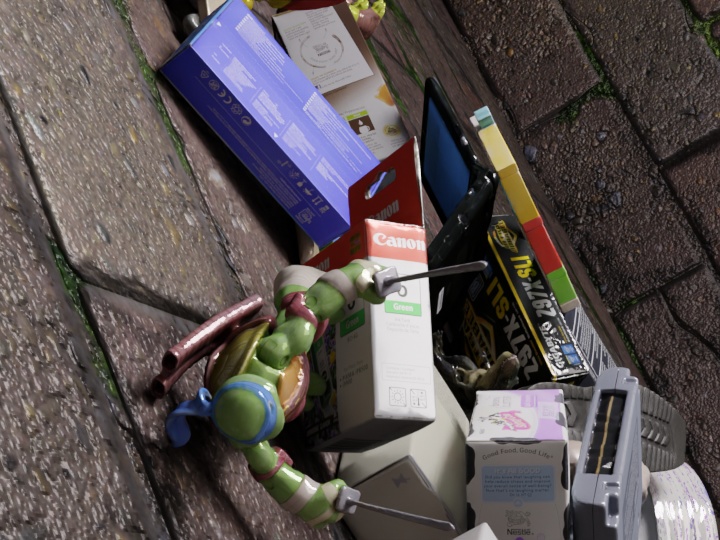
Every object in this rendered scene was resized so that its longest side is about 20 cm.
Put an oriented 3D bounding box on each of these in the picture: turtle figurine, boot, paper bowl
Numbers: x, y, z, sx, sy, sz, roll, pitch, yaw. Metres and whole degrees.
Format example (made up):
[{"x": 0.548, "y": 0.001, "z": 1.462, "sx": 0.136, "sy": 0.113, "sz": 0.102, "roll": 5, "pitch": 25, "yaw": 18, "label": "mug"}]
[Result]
[{"x": -0.057, "y": -0.289, "z": 1.442, "sx": 0.161, "sy": 0.065, "sz": 0.200, "roll": 22, "pitch": -10, "yaw": -24, "label": "turtle figurine"}, {"x": 0.183, "y": 0.145, "z": 1.279, "sx": 0.199, "sy": 0.138, "sz": 0.078, "roll": 17, "pitch": 68, "yaw": -28, "label": "boot"}, {"x": 0.253, "y": 0.277, "z": 1.349, "sx": 0.201, "sy": 0.104, "sz": 0.202, "roll": -175, "pitch": -90, "yaw": -76, "label": "paper bowl"}, {"x": -0.012, "y": 0.069, "z": 0.833, "sx": 0.194, "sy": 0.199, "sz": 0.145, "roll": -98, "pitch": 171, "yaw": -78, "label": "turtle figurine"}]

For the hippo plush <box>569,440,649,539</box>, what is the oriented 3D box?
[{"x": 0.158, "y": 0.250, "z": 1.194, "sx": 0.200, "sy": 0.159, "sz": 0.161, "roll": 119, "pitch": -26, "yaw": -57, "label": "hippo plush"}]

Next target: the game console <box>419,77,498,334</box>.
[{"x": 0.062, "y": -0.049, "z": 1.343, "sx": 0.116, "sy": 0.176, "sz": 0.200, "roll": 31, "pitch": -21, "yaw": 14, "label": "game console"}]

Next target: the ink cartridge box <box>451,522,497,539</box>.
[{"x": 0.018, "y": 0.183, "z": 0.612, "sx": 0.068, "sy": 0.200, "sz": 0.117, "roll": 58, "pitch": 13, "yaw": -7, "label": "ink cartridge box"}]

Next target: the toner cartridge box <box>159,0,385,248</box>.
[{"x": -0.069, "y": -0.123, "z": 1.165, "sx": 0.200, "sy": 0.043, "sz": 0.095, "roll": 49, "pitch": 37, "yaw": -15, "label": "toner cartridge box"}]

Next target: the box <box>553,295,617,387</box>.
[{"x": 0.246, "y": 0.151, "z": 1.664, "sx": 0.199, "sy": 0.123, "sz": 0.200, "roll": 58, "pitch": 15, "yaw": -4, "label": "box"}]

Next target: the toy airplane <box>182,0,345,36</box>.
[{"x": -0.127, "y": -0.280, "z": 1.263, "sx": 0.199, "sy": 0.141, "sz": 0.200, "roll": 48, "pitch": 51, "yaw": -4, "label": "toy airplane"}]

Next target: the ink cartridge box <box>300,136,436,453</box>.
[{"x": 0.000, "y": 0.016, "z": 0.959, "sx": 0.050, "sy": 0.109, "sz": 0.201, "roll": 6, "pitch": 70, "yaw": -26, "label": "ink cartridge box"}]

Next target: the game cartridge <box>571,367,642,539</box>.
[{"x": 0.184, "y": 0.175, "z": 1.036, "sx": 0.200, "sy": 0.040, "sz": 0.134, "roll": -56, "pitch": 140, "yaw": -63, "label": "game cartridge"}]

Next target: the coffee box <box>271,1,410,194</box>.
[{"x": -0.016, "y": -0.157, "z": 1.393, "sx": 0.114, "sy": 0.079, "sz": 0.201, "roll": 87, "pitch": -18, "yaw": -62, "label": "coffee box"}]

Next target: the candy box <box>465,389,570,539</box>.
[{"x": 0.118, "y": 0.200, "z": 1.019, "sx": 0.168, "sy": 0.071, "sz": 0.201, "roll": -43, "pitch": 131, "yaw": -79, "label": "candy box"}]

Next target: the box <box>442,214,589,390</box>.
[{"x": 0.148, "y": 0.068, "z": 1.450, "sx": 0.049, "sy": 0.160, "sz": 0.201, "roll": -6, "pitch": 57, "yaw": -26, "label": "box"}]

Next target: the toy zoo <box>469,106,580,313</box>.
[{"x": 0.152, "y": -0.070, "z": 1.346, "sx": 0.200, "sy": 0.020, "sz": 0.131, "roll": 61, "pitch": 7, "yaw": -28, "label": "toy zoo"}]

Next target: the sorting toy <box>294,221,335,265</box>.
[{"x": 0.000, "y": 0.000, "z": 1.282, "sx": 0.200, "sy": 0.036, "sz": 0.185, "roll": 51, "pitch": 16, "yaw": -32, "label": "sorting toy"}]

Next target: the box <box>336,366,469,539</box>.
[{"x": 0.035, "y": 0.140, "z": 1.046, "sx": 0.082, "sy": 0.068, "sz": 0.200, "roll": 57, "pitch": 14, "yaw": -11, "label": "box"}]

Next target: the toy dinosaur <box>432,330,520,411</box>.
[{"x": 0.094, "y": 0.098, "z": 1.331, "sx": 0.088, "sy": 0.047, "sz": 0.200, "roll": 48, "pitch": -16, "yaw": 6, "label": "toy dinosaur"}]
